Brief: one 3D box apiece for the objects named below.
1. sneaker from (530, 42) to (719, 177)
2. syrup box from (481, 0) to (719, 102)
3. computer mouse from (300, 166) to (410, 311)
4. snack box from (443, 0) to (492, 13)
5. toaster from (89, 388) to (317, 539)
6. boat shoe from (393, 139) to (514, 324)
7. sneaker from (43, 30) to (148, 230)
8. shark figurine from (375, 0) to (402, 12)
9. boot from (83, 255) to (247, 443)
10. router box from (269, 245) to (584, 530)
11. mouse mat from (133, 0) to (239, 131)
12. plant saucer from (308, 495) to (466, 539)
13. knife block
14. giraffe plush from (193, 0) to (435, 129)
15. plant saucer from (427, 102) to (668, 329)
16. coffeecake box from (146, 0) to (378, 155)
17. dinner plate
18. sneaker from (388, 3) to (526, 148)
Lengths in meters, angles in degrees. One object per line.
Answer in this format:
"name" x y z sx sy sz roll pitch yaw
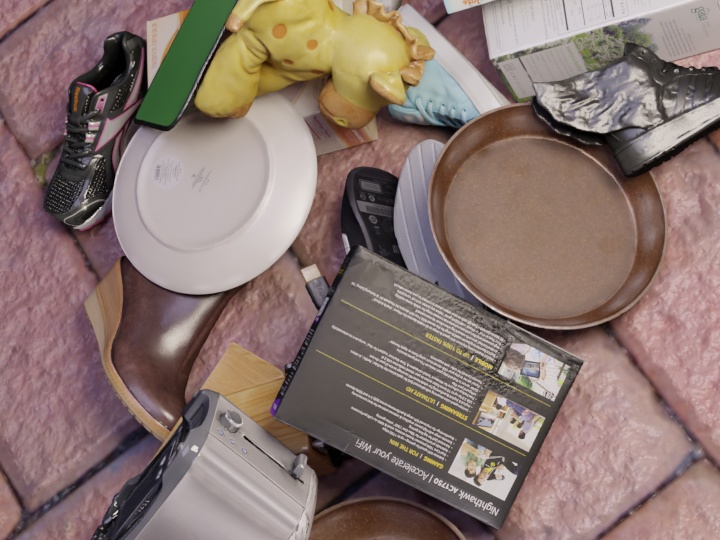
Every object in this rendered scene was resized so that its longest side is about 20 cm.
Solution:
"sneaker" 0.247 -0.150 1.414 0.199 0.060 0.104 -30 79 -4
"syrup box" 0.210 -0.218 1.484 0.199 0.079 0.082 -15 61 17
"computer mouse" 0.000 0.000 1.455 0.046 0.140 0.200 -47 51 41
"snack box" 0.133 -0.293 1.520 0.116 0.037 0.200 -15 28 18
"toaster" -0.124 0.202 1.376 0.200 0.129 0.114 -51 12 22
"boat shoe" 0.081 -0.011 1.453 0.072 0.071 0.201 -28 62 40
"sneaker" -0.254 -0.140 1.653 0.080 0.086 0.201 13 73 30
"shark figurine" 0.043 -0.335 1.584 0.089 0.215 0.128 0 39 -8
"boot" -0.150 0.040 1.527 0.166 0.072 0.200 -37 53 7
"router box" 0.050 0.090 1.351 0.200 0.051 0.150 27 88 -5
"mouse mat" -0.138 -0.213 1.528 0.200 0.008 0.161 -62 20 -2
"plant saucer" 0.011 0.278 1.363 0.200 0.037 0.201 -10 62 20
"knife block" -0.060 0.145 1.441 0.175 0.064 0.200 29 80 33
"giraffe plush" -0.025 -0.188 1.462 0.162 0.200 0.173 28 62 -3
"plant saucer" 0.148 -0.041 1.409 0.200 0.035 0.201 4 67 -10
"coffeecake box" -0.092 -0.176 1.604 0.199 0.073 0.154 -14 61 17
"dinner plate" -0.133 -0.078 1.527 0.200 0.024 0.201 -8 69 21
"sneaker" 0.072 -0.148 1.525 0.082 0.074 0.200 -46 48 9
